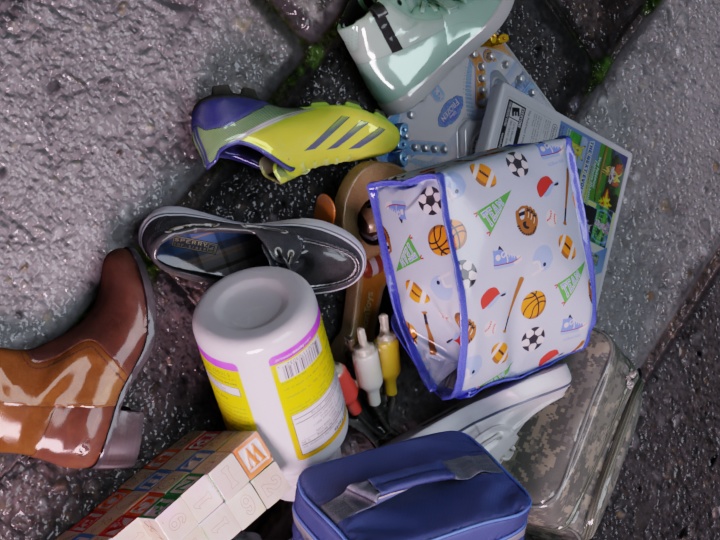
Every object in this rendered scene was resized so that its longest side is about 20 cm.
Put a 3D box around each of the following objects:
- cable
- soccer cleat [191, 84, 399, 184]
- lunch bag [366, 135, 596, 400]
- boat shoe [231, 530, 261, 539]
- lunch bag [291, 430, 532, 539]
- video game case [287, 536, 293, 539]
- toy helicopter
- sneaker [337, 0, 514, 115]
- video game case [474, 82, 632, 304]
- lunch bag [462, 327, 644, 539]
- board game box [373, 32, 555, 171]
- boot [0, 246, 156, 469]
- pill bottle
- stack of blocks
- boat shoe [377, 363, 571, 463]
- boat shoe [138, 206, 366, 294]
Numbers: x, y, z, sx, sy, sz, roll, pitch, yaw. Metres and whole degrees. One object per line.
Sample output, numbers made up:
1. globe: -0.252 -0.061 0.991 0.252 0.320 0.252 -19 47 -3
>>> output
1. cable: 0.014 0.138 1.571 0.097 0.050 0.200 -30 114 -16
2. soccer cleat: -0.056 -0.110 1.542 0.200 0.065 0.084 5 67 -28
3. lunch bag: 0.112 -0.001 1.533 0.170 0.124 0.200 -18 98 -34
4. boat shoe: -0.092 0.319 1.485 0.062 0.073 0.200 -12 88 -31
5. lunch bag: 0.033 0.216 1.434 0.200 0.136 0.133 -12 122 -31
6. video game case: -0.057 0.327 1.480 0.200 0.024 0.182 -16 96 -65
7. toy helicopter: 0.000 0.000 1.576 0.132 0.079 0.200 6 95 -41
8. sneaker: 0.063 -0.252 1.631 0.200 0.074 0.118 -48 119 -25
9. video game case: 0.176 -0.056 1.699 0.182 0.022 0.200 24 73 -32
10. lunch bag: 0.186 0.157 1.654 0.168 0.139 0.200 49 59 -53
11. board game box: 0.124 -0.116 1.696 0.200 0.026 0.200 50 61 -21
12. boot: -0.271 0.063 1.403 0.200 0.068 0.189 9 89 -26
13. pill bottle: -0.069 0.101 1.467 0.104 0.104 0.200 -41 137 -30
14. stack of blocks: -0.168 0.211 1.415 0.200 0.115 0.059 -39 107 -30
15. boat shoe: 0.104 0.149 1.557 0.200 0.074 0.065 -27 91 -2
16. boat shoe: -0.088 -0.012 1.481 0.200 0.066 0.070 12 109 -17
